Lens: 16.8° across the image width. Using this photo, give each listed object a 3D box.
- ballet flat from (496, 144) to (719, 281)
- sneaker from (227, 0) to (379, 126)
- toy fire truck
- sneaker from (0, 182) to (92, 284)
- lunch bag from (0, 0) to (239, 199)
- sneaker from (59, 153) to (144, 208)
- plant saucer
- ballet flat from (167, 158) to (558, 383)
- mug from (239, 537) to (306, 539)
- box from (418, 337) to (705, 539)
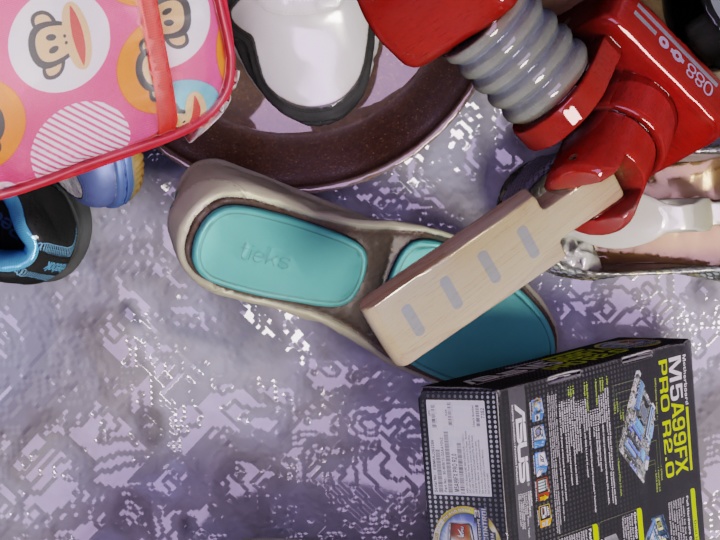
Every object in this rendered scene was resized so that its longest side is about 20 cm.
[{"bbox_3d":[0.162,-0.025,1.109,0.200,0.072,0.072,-3,94,2],"label":"ballet flat"},{"bbox_3d":[-0.035,-0.162,1.065,0.074,0.080,0.201,-9,96,1],"label":"sneaker"},{"bbox_3d":[0.057,-0.077,1.018,0.176,0.200,0.129,43,135,-19],"label":"toy fire truck"},{"bbox_3d":[-0.215,-0.060,1.112,0.200,0.082,0.073,29,98,1],"label":"sneaker"},{"bbox_3d":[-0.129,-0.141,1.007,0.176,0.082,0.200,-20,116,-21],"label":"lunch bag"},{"bbox_3d":[-0.179,-0.101,1.099,0.088,0.075,0.200,-33,83,-30],"label":"sneaker"},{"bbox_3d":[-0.032,-0.136,1.123,0.200,0.037,0.201,0,95,2],"label":"plant saucer"},{"bbox_3d":[0.000,0.000,1.113,0.200,0.069,0.070,24,95,-25],"label":"ballet flat"},{"bbox_3d":[-0.015,0.184,1.103,0.152,0.185,0.115,8,92,26],"label":"mug"},{"bbox_3d":[0.096,0.139,1.082,0.044,0.160,0.201,-1,96,38],"label":"box"}]
